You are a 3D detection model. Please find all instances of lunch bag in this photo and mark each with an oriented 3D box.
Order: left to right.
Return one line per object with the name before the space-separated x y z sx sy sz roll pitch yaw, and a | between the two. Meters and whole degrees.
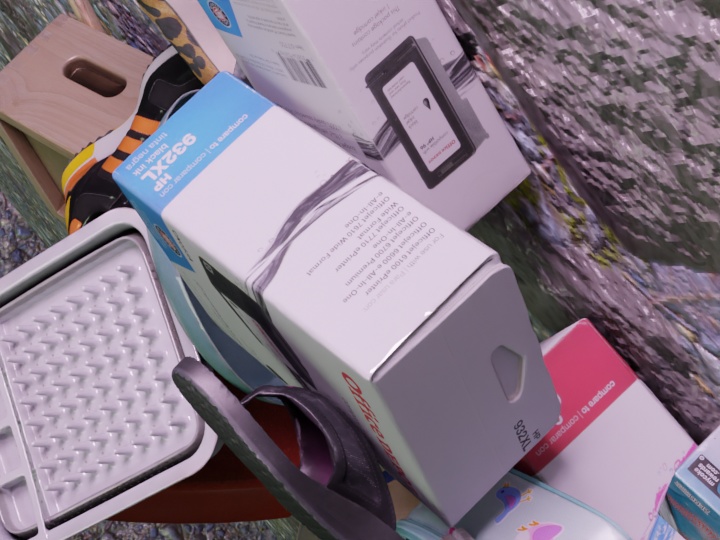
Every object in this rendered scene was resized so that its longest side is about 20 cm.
lunch bag | 0.106 0.197 0.786 0.160 0.077 0.200 25 149 54

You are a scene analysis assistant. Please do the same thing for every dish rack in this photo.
dish rack | -0.172 0.073 0.922 0.043 0.200 0.172 9 -124 -59

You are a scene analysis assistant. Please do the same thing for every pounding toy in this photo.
pounding toy | -0.197 -0.125 1.184 0.200 0.142 0.184 29 157 31

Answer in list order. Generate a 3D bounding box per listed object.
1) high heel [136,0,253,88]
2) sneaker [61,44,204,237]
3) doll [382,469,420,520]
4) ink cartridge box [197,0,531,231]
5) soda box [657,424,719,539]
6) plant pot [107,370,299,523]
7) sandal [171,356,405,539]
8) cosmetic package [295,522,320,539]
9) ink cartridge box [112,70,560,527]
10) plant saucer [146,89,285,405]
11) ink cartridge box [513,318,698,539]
high heel | -0.119 -0.174 0.895 0.200 0.071 0.143 43 164 10
sneaker | -0.133 -0.070 0.995 0.070 0.200 0.090 20 -134 -35
doll | -0.010 0.121 1.099 0.137 0.048 0.200 64 166 -13
ink cartridge box | 0.006 -0.084 0.737 0.116 0.068 0.200 28 155 57
soda box | 0.225 0.142 0.636 0.200 0.068 0.064 43 164 22
plant pot | -0.128 0.081 1.045 0.200 0.176 0.201 138 120 -63
sandal | -0.010 0.102 0.711 0.200 0.048 0.075 45 165 -16
cosmetic package | 0.001 0.224 1.251 0.103 0.088 0.200 14 166 4
ink cartridge box | -0.011 0.012 0.729 0.200 0.084 0.145 36 163 37
plant saucer | -0.076 -0.012 0.910 0.200 0.027 0.201 49 -149 -45
ink cartridge box | 0.144 0.136 0.843 0.200 0.086 0.148 51 165 5
